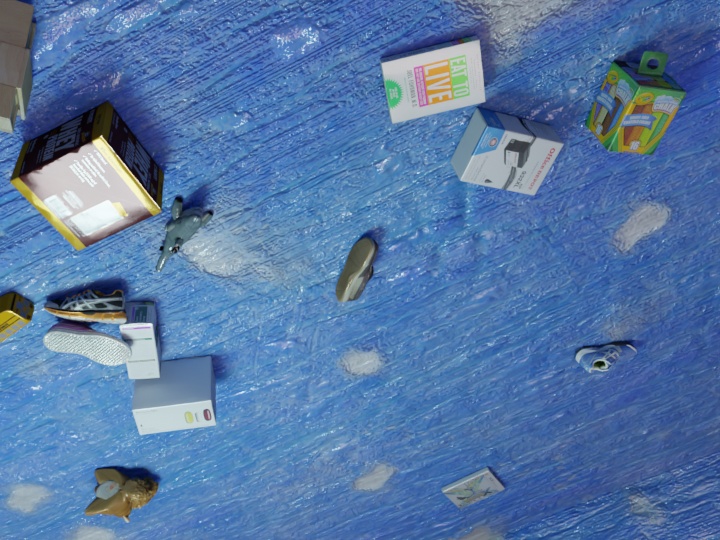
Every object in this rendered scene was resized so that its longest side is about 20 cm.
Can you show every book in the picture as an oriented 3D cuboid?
[{"bbox_3d":[0.148,-0.390,1.369,0.199,0.048,0.134,-14,129,1],"label":"book"}]

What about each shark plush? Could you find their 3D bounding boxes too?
[{"bbox_3d":[-0.411,-0.075,1.481,0.200,0.083,0.091,-38,130,20],"label":"shark plush"}]

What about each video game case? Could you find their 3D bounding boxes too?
[{"bbox_3d":[0.432,0.834,2.559,0.199,0.022,0.182,-29,132,12],"label":"video game case"}]

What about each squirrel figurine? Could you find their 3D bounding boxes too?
[{"bbox_3d":[-0.729,0.712,2.082,0.199,0.142,0.187,-7,139,-4],"label":"squirrel figurine"}]

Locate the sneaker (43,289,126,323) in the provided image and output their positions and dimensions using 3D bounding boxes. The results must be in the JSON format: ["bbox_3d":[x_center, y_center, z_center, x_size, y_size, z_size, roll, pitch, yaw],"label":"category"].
[{"bbox_3d":[-0.643,0.081,1.577,0.199,0.078,0.078,3,169,3],"label":"sneaker"}]

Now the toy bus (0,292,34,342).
[{"bbox_3d":[-0.866,0.131,1.566,0.200,0.065,0.078,-32,133,15],"label":"toy bus"}]

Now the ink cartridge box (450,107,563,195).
[{"bbox_3d":[0.326,-0.262,1.497,0.199,0.084,0.145,8,129,-21],"label":"ink cartridge box"}]

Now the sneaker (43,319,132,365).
[{"bbox_3d":[-0.643,0.161,1.614,0.200,0.114,0.073,19,104,-11],"label":"sneaker"}]

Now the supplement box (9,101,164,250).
[{"bbox_3d":[-0.527,-0.183,1.320,0.199,0.133,0.198,-23,132,7],"label":"supplement box"}]

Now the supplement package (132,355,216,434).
[{"bbox_3d":[-0.490,0.329,1.778,0.199,0.156,0.111,-6,132,-8],"label":"supplement package"}]

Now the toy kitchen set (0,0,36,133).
[{"bbox_3d":[-0.657,-0.346,1.132,0.180,0.201,0.163,11,170,-22],"label":"toy kitchen set"}]

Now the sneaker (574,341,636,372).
[{"bbox_3d":[0.778,0.279,2.107,0.199,0.077,0.076,-10,131,-8],"label":"sneaker"}]

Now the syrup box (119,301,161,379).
[{"bbox_3d":[-0.548,0.177,1.677,0.081,0.079,0.201,-2,131,-12],"label":"syrup box"}]

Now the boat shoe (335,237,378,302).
[{"bbox_3d":[0.000,0.000,1.667,0.065,0.072,0.200,4,129,-33],"label":"boat shoe"}]

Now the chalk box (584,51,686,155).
[{"bbox_3d":[0.598,-0.368,1.443,0.124,0.124,0.201,1,131,-16],"label":"chalk box"}]
